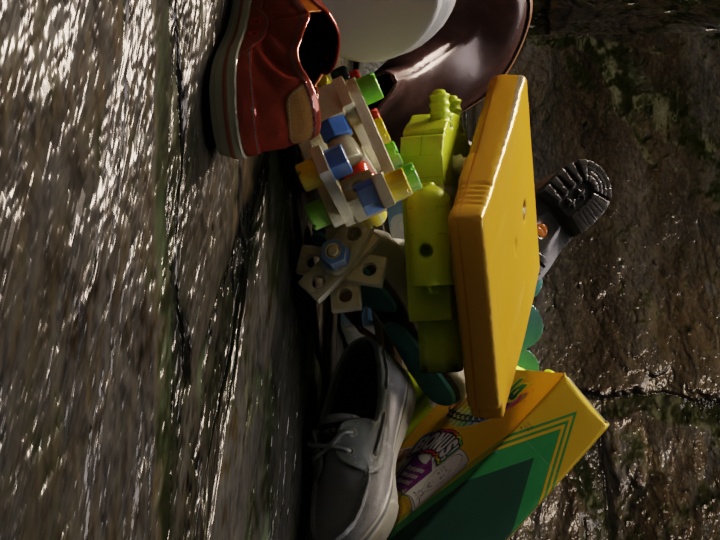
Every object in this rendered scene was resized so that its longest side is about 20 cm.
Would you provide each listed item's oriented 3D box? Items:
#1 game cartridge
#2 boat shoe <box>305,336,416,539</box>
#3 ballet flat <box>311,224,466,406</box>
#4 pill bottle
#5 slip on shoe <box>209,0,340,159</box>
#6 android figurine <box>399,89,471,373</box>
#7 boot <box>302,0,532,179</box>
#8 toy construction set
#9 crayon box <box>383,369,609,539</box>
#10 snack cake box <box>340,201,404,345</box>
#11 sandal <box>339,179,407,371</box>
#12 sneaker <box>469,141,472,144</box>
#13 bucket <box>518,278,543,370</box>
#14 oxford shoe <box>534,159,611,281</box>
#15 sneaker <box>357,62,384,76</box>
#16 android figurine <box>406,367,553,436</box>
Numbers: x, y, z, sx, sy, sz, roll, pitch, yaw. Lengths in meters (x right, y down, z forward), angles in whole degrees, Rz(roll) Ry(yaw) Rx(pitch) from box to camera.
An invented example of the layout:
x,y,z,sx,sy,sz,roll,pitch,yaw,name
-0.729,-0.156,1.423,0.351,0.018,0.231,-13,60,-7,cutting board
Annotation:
x,y,z,sx,sy,sz,roll,pitch,yaw,name
0.097,-0.017,1.197,0.200,0.032,0.176,-66,154,-53,game cartridge
-0.010,0.131,1.223,0.072,0.070,0.201,56,32,-32,boat shoe
0.033,0.018,1.268,0.200,0.069,0.069,55,26,-32,ballet flat
0.014,-0.209,1.149,0.200,0.114,0.114,-72,162,-71,pill bottle
-0.040,-0.129,0.926,0.200,0.061,0.074,-83,169,-53,slip on shoe
0.062,-0.028,1.194,0.182,0.041,0.200,6,82,-76,android figurine
0.046,-0.140,1.226,0.200,0.072,0.166,-48,175,13,boot
-0.006,-0.057,1.086,0.200,0.092,0.131,94,-25,-65,toy construction set
0.077,0.153,1.260,0.173,0.058,0.200,-47,-170,-12,crayon box
0.025,-0.022,1.470,0.115,0.067,0.200,77,15,-67,snack cake box
0.000,0.000,1.340,0.082,0.055,0.200,-35,110,-71,sandal
0.098,-0.088,1.450,0.200,0.082,0.075,-16,105,-82,sneaker
0.091,0.039,1.613,0.207,0.135,0.207,-178,-90,-85,bucket
0.134,-0.021,1.499,0.073,0.200,0.084,58,-22,-4,oxford shoe
0.033,-0.235,1.514,0.114,0.073,0.201,-86,173,-53,sneaker
0.099,0.144,1.542,0.200,0.182,0.041,-49,-153,37,android figurine
